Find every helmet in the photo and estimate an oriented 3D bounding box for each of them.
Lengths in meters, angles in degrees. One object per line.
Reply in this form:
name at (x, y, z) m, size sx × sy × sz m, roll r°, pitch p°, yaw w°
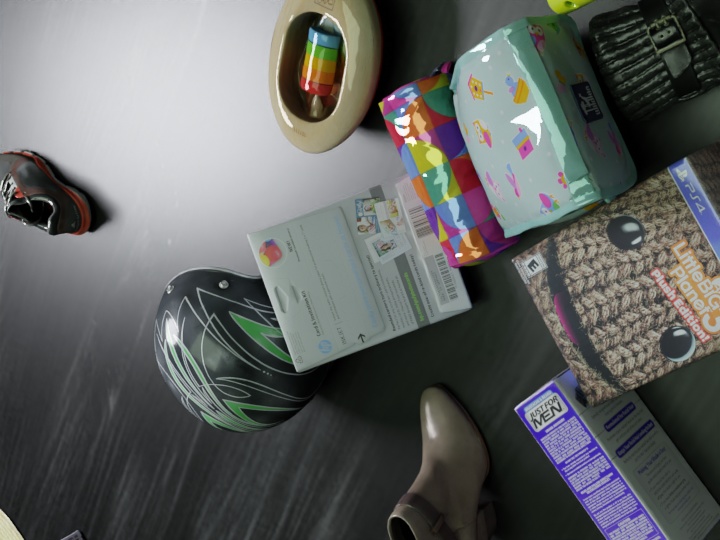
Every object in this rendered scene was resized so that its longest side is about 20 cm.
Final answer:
helmet at (-0.137, 0.085, 1.288) m, size 0.198 × 0.190 × 0.202 m, roll 11°, pitch 110°, yaw 33°

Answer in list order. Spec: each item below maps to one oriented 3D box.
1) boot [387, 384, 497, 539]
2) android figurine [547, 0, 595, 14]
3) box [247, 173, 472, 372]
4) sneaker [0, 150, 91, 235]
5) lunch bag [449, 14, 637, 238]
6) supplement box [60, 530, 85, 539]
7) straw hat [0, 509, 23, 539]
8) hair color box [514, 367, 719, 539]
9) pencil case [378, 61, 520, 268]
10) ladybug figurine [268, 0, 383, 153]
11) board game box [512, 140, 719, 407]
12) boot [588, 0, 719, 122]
boot at (0.078, 0.237, 1.202) m, size 0.070 × 0.146 × 0.202 m, roll -25°, pitch 88°, yaw 40°
android figurine at (0.214, -0.301, 0.939) m, size 0.200 × 0.041 × 0.184 m, roll 0°, pitch 67°, yaw 68°
box at (0.000, 0.000, 1.195) m, size 0.198 × 0.041 × 0.157 m, roll -21°, pitch 91°, yaw 3°
sneaker at (-0.457, -0.106, 1.539) m, size 0.199 × 0.082 × 0.078 m, roll 26°, pitch 118°, yaw 28°
lunch bag at (0.159, -0.127, 1.000) m, size 0.121 × 0.200 × 0.172 m, roll -22°, pitch 89°, yaw -2°
supplement box at (-0.414, 0.500, 1.668) m, size 0.061 × 0.108 × 0.201 m, roll -44°, pitch 77°, yaw 36°
straw hat at (-0.621, 0.480, 1.829) m, size 0.199 × 0.085 × 0.203 m, roll 12°, pitch 111°, yaw 33°
hair color box at (0.249, 0.183, 1.084) m, size 0.065 × 0.109 × 0.201 m, roll -42°, pitch 77°, yaw 38°
pencil case at (0.092, -0.104, 1.135) m, size 0.088 × 0.088 × 0.202 m, roll -20°, pitch 92°, yaw 38°
ladybug figurine at (-0.030, -0.224, 1.195) m, size 0.135 × 0.072 × 0.202 m, roll 30°, pitch 120°, yaw 27°
board game box at (0.268, 0.006, 1.026) m, size 0.199 × 0.097 × 0.161 m, roll -34°, pitch 83°, yaw 38°
boot at (0.266, -0.244, 0.966) m, size 0.157 × 0.079 × 0.213 m, roll -13°, pitch 96°, yaw 38°
